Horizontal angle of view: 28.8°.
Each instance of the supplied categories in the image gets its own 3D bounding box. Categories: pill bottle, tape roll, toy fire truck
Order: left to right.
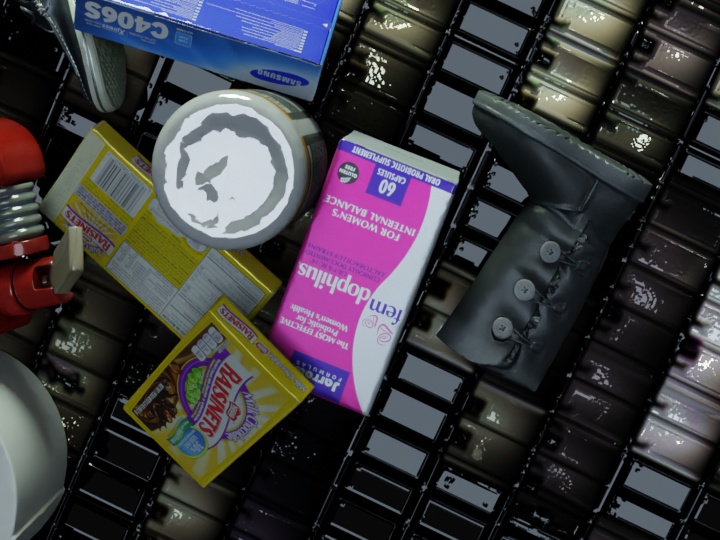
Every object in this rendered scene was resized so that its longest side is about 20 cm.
[{"bbox_3d":[-0.361,0.169,1.177,0.200,0.139,0.205,1,98,4],"label":"tape roll"},{"bbox_3d":[-0.283,-0.039,1.124,0.198,0.128,0.178,-9,96,22],"label":"toy fire truck"},{"bbox_3d":[-0.086,-0.083,1.088,0.115,0.200,0.118,1,97,5],"label":"pill bottle"}]

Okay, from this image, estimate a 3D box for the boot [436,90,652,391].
[{"bbox_3d":[0.120,-0.023,1.150,0.164,0.066,0.201,30,103,3],"label":"boot"}]

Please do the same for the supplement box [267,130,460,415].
[{"bbox_3d":[0.000,0.000,1.141,0.100,0.103,0.202,20,100,2],"label":"supplement box"}]

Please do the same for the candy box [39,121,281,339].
[{"bbox_3d":[-0.168,-0.021,1.168,0.200,0.026,0.102,42,125,-1],"label":"candy box"}]

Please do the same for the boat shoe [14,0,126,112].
[{"bbox_3d":[-0.247,-0.221,1.152,0.062,0.075,0.202,-22,90,13],"label":"boat shoe"}]

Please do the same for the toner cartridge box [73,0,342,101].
[{"bbox_3d":[-0.119,-0.208,1.117,0.198,0.096,0.043,17,141,-3],"label":"toner cartridge box"}]

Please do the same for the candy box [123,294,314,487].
[{"bbox_3d":[-0.120,0.104,1.143,0.102,0.026,0.200,43,140,-2],"label":"candy box"}]
